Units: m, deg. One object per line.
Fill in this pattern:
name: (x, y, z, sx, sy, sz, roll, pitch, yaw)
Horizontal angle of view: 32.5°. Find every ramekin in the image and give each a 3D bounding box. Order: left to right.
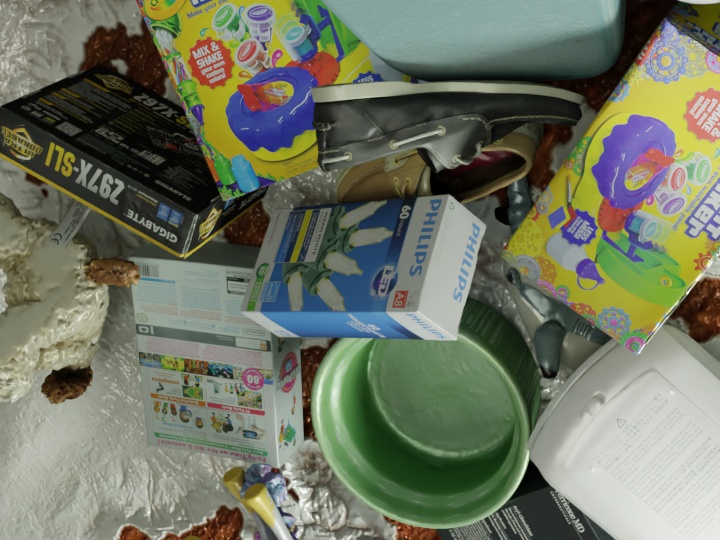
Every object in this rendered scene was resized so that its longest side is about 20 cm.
ramekin: (0.065, 0.116, 1.096, 0.198, 0.098, 0.202, 8, 113, 19)

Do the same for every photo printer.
photo printer: (0.246, 0.146, 1.008, 0.200, 0.070, 0.167, 39, 102, -14)

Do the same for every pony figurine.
pony figurine: (-0.071, 0.282, 1.155, 0.166, 0.193, 0.201, -16, 113, 29)

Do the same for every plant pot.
plant pot: (0.101, -0.231, 0.876, 0.194, 0.200, 0.198, 0, 68, 21)

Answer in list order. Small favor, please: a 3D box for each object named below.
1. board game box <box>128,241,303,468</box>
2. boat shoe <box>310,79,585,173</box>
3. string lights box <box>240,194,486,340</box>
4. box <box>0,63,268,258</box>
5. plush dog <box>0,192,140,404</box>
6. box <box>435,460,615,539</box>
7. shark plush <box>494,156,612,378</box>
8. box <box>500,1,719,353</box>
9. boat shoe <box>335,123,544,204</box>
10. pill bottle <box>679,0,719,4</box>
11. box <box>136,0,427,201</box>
board game box: (-0.135, 0.077, 1.182, 0.146, 0.064, 0.202, 7, 111, 21)
boat shoe: (0.064, -0.106, 0.898, 0.198, 0.072, 0.068, -3, 96, -5)
string lights box: (0.000, 0.000, 1.027, 0.199, 0.104, 0.059, -3, 153, 43)
box: (-0.194, -0.101, 1.081, 0.199, 0.160, 0.050, 28, 118, 9)
plush dog: (-0.289, 0.030, 1.181, 0.159, 0.172, 0.202, -9, 74, -11)
box: (0.184, 0.277, 1.123, 0.141, 0.079, 0.201, -26, 98, 31)
shark plush: (0.166, 0.001, 1.052, 0.083, 0.091, 0.201, -22, 80, 8)
box: (0.223, -0.082, 0.892, 0.122, 0.193, 0.201, 35, 118, 5)
boat shoe: (0.059, -0.081, 1.025, 0.199, 0.067, 0.074, -25, 128, 31)
pill bottle: (0.236, -0.246, 0.825, 0.105, 0.200, 0.107, 7, 113, 16)
box: (-0.045, -0.189, 1.008, 0.199, 0.122, 0.194, -18, 102, 26)
